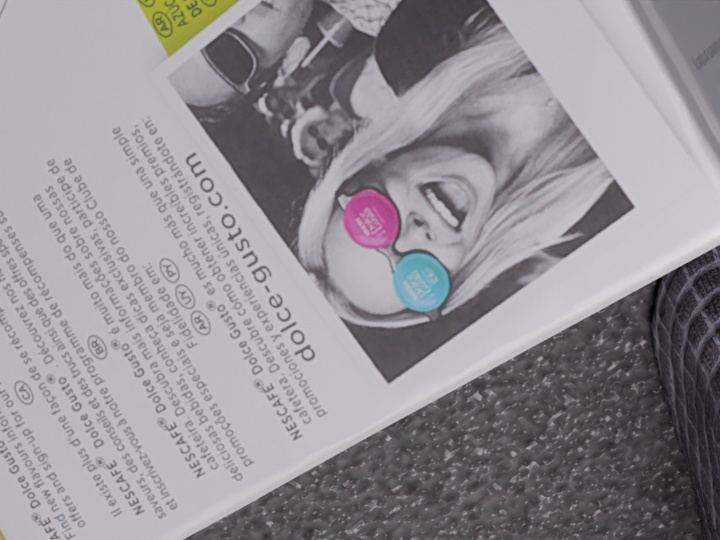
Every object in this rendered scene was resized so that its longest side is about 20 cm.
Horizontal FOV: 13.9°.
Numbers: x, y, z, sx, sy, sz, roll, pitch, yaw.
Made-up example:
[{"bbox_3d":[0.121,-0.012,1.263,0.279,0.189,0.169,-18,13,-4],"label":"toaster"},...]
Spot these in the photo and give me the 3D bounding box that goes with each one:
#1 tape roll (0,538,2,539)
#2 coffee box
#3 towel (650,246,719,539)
[{"bbox_3d":[-0.157,0.038,0.825,0.200,0.200,0.085,-36,130,10],"label":"tape roll"},{"bbox_3d":[-0.016,-0.073,0.715,0.197,0.200,0.201,-30,92,23],"label":"coffee box"},{"bbox_3d":[0.161,0.102,1.024,0.085,0.166,0.201,-15,131,-4],"label":"towel"}]
